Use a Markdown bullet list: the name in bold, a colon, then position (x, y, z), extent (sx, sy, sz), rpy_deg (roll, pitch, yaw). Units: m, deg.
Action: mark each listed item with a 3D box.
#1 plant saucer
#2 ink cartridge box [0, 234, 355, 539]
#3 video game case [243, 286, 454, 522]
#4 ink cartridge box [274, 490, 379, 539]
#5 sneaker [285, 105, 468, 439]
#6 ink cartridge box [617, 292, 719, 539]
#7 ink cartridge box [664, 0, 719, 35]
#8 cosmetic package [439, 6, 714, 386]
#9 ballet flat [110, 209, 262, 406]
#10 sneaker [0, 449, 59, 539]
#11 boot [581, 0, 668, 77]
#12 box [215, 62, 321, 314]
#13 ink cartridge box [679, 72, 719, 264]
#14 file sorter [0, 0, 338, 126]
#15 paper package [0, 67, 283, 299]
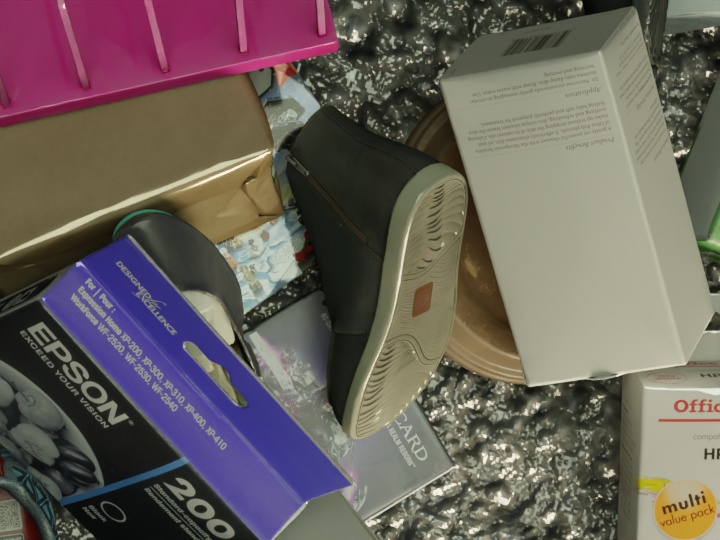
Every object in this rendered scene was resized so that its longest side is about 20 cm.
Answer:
- **plant saucer**: position (0.112, -0.028, 1.573), extent (0.199, 0.029, 0.201), rpy_deg (0, 90, -19)
- **ink cartridge box**: position (-0.131, 0.085, 1.435), extent (0.198, 0.200, 0.043), rpy_deg (48, 51, -15)
- **video game case**: position (-0.061, 0.113, 1.566), extent (0.200, 0.019, 0.143), rpy_deg (-31, 93, -9)
- **ink cartridge box**: position (-0.061, 0.243, 1.494), extent (0.200, 0.083, 0.145), rpy_deg (-30, 134, -8)
- **sneaker**: position (0.000, 0.000, 1.526), extent (0.075, 0.106, 0.200), rpy_deg (-20, 134, -42)
- **ink cartridge box**: position (0.222, 0.118, 1.555), extent (0.115, 0.068, 0.201), rpy_deg (-1, 103, -4)
- **ink cartridge box**: position (0.223, -0.235, 1.532), extent (0.057, 0.200, 0.163), rpy_deg (5, 87, -25)
- **cosmetic package**: position (0.130, -0.042, 1.479), extent (0.107, 0.085, 0.200), rpy_deg (-7, 111, 25)
- **ballet flat**: position (-0.093, 0.046, 1.461), extent (0.073, 0.200, 0.073), rpy_deg (-7, 52, 9)
- **sneaker**: position (-0.206, 0.209, 1.500), extent (0.079, 0.096, 0.201), rpy_deg (-15, 90, -8)
- **boot**: position (0.089, -0.192, 1.539), extent (0.199, 0.066, 0.165), rpy_deg (4, 76, 14)
- **box**: position (-0.100, -0.036, 1.554), extent (0.200, 0.040, 0.137), rpy_deg (-35, 94, -9)
- **ink cartridge box**: position (0.311, -0.047, 1.581), extent (0.200, 0.084, 0.146), rpy_deg (24, 85, -17)
- **file sorter**: position (-0.126, -0.188, 1.393), extent (0.199, 0.125, 0.139), rpy_deg (-13, 69, -4)
- **paper package**: position (-0.164, -0.102, 1.483), extent (0.190, 0.104, 0.200), rpy_deg (-22, 69, -5)
